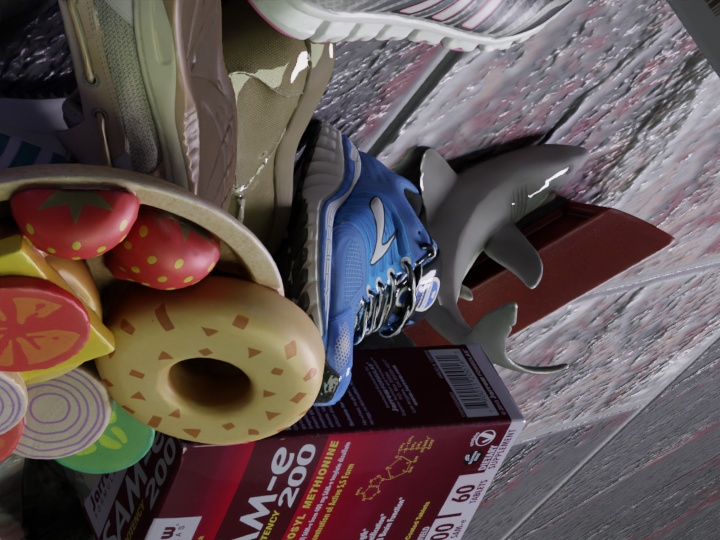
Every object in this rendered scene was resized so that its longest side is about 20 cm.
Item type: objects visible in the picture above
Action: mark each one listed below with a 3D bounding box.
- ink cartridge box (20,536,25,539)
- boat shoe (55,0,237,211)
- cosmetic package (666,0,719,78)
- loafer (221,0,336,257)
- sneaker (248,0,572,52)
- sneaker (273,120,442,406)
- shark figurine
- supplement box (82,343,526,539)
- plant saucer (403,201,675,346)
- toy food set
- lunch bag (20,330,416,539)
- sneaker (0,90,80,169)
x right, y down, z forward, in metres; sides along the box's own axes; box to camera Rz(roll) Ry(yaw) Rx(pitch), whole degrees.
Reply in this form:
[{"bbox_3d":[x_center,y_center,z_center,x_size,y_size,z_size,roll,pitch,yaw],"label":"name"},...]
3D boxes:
[{"bbox_3d":[-0.110,0.171,1.574,0.199,0.086,0.146,-23,179,2],"label":"ink cartridge box"},{"bbox_3d":[-0.094,-0.066,1.072,0.065,0.072,0.200,9,137,11],"label":"boat shoe"},{"bbox_3d":[0.231,-0.164,1.214,0.166,0.168,0.200,-35,161,12],"label":"cosmetic package"},{"bbox_3d":[-0.070,-0.061,1.183,0.067,0.076,0.200,-18,147,-29],"label":"loafer"},{"bbox_3d":[0.042,-0.149,1.118,0.199,0.074,0.087,-7,156,-39],"label":"sneaker"},{"bbox_3d":[0.000,0.000,1.250,0.200,0.089,0.079,-79,-166,-55],"label":"sneaker"},{"bbox_3d":[0.054,-0.020,1.414,0.128,0.215,0.090,-6,124,15],"label":"shark figurine"},{"bbox_3d":[-0.028,0.098,1.268,0.199,0.061,0.109,-2,134,-31],"label":"supplement box"},{"bbox_3d":[0.082,0.012,1.537,0.200,0.037,0.200,-29,-175,-2],"label":"plant saucer"},{"bbox_3d":[-0.128,0.027,1.069,0.197,0.049,0.200,-18,143,16],"label":"toy food set"},{"bbox_3d":[-0.085,0.087,1.361,0.164,0.118,0.200,-7,140,-29],"label":"lunch bag"},{"bbox_3d":[-0.162,-0.022,1.090,0.070,0.094,0.199,-33,164,38],"label":"sneaker"}]
